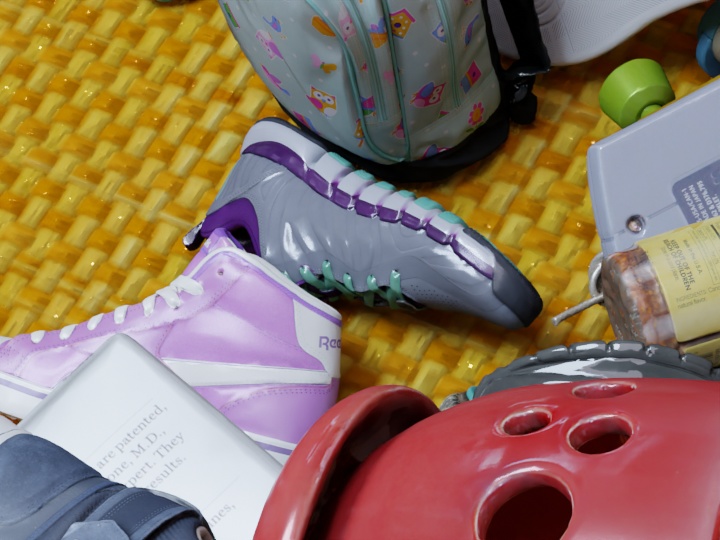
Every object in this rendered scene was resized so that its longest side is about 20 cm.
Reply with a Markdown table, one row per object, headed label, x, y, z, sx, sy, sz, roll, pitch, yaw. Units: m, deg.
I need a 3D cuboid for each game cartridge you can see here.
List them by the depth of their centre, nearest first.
| label | x | y | z | sx | sy | sz | roll | pitch | yaw |
| --- | --- | --- | --- | --- | --- | --- | --- | --- | --- |
| game cartridge | 0.191 | 0.010 | 0.944 | 0.133 | 0.041 | 0.200 | -27 | 92 | -7 |

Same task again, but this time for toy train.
| label | x | y | z | sx | sy | sz | roll | pitch | yaw |
| --- | --- | --- | --- | --- | --- | --- | --- | --- | --- |
| toy train | 0.155 | -0.061 | 1.026 | 0.200 | 0.085 | 0.116 | -29 | 48 | -5 |

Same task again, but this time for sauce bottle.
| label | x | y | z | sx | sy | sz | roll | pitch | yaw |
| --- | --- | --- | --- | --- | --- | --- | --- | --- | --- |
| sauce bottle | 0.207 | -0.006 | 0.897 | 0.200 | 0.066 | 0.066 | -16 | 58 | -5 |

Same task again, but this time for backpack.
| label | x | y | z | sx | sy | sz | roll | pitch | yaw |
| --- | --- | --- | --- | --- | --- | --- | --- | --- | --- |
| backpack | -0.001 | -0.142 | 1.029 | 0.167 | 0.200 | 0.127 | 34 | 69 | 25 |

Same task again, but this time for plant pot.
| label | x | y | z | sx | sy | sz | roll | pitch | yaw |
| --- | --- | --- | --- | --- | --- | --- | --- | --- | --- |
| plant pot | 0.063 | 0.135 | 0.734 | 0.182 | 0.200 | 0.201 | 3 | 61 | 24 |

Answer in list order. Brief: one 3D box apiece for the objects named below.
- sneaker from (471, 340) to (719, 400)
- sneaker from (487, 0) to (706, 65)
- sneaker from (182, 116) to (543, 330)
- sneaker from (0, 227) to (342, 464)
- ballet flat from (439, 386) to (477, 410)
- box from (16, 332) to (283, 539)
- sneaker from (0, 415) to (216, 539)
| label | x | y | z | sx | sy | sz | roll | pitch | yaw |
| --- | --- | --- | --- | --- | --- | --- | --- | --- | --- |
| sneaker | 0.140 | 0.084 | 0.834 | 0.200 | 0.076 | 0.091 | 12 | 75 | 7 |
| sneaker | 0.157 | -0.165 | 1.083 | 0.200 | 0.073 | 0.112 | -9 | 15 | 44 |
| sneaker | 0.000 | 0.000 | 1.034 | 0.200 | 0.074 | 0.088 | 31 | 81 | 37 |
| sneaker | -0.105 | 0.030 | 1.010 | 0.200 | 0.073 | 0.115 | 11 | 90 | 7 |
| ballet flat | 0.078 | 0.123 | 0.914 | 0.075 | 0.068 | 0.200 | -59 | 31 | 8 |
| box | -0.103 | 0.170 | 0.872 | 0.131 | 0.199 | 0.200 | 38 | 74 | 28 |
| sneaker | -0.126 | 0.157 | 0.722 | 0.146 | 0.077 | 0.203 | 20 | 66 | 24 |
